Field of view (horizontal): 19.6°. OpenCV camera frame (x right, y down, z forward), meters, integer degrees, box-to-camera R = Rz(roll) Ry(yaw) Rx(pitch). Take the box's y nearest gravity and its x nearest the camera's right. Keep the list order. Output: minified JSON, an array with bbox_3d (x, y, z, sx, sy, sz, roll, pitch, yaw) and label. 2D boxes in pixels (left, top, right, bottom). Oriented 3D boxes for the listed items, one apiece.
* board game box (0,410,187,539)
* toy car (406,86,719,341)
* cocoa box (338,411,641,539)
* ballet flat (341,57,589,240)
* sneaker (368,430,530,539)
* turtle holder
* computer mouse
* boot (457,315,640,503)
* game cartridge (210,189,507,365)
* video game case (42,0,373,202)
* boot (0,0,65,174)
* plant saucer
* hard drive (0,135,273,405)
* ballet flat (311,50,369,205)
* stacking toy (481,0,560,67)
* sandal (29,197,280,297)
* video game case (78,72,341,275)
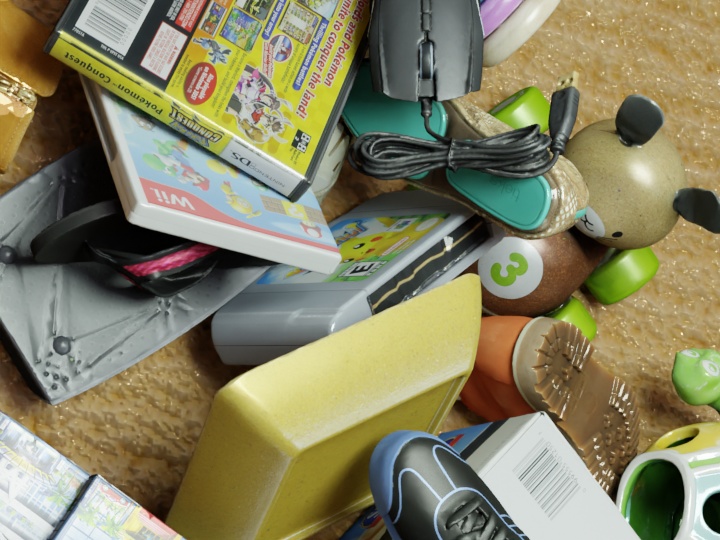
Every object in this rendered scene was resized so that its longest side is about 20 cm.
[{"bbox_3d":[-0.213,0.203,1.217,0.200,0.062,0.200,38,69,-15],"label":"board game box"},{"bbox_3d":[0.162,-0.046,1.431,0.158,0.200,0.164,-42,101,-31],"label":"toy car"},{"bbox_3d":[0.103,0.214,1.373,0.133,0.131,0.200,-43,101,-28],"label":"cocoa box"},{"bbox_3d":[0.067,-0.077,1.350,0.065,0.200,0.071,0,121,-51],"label":"ballet flat"},{"bbox_3d":[0.084,0.178,1.248,0.070,0.078,0.200,-40,100,-25],"label":"sneaker"},{"bbox_3d":[0.252,0.160,1.458,0.132,0.141,0.186,21,94,-38],"label":"turtle holder"},{"bbox_3d":[0.069,-0.140,1.314,0.140,0.046,0.200,3,51,5],"label":"computer mouse"},{"bbox_3d":[0.124,0.092,1.453,0.200,0.107,0.075,53,55,-43],"label":"boot"},{"bbox_3d":[0.000,0.000,1.360,0.200,0.133,0.041,-37,110,-40],"label":"game cartridge"},{"bbox_3d":[-0.084,-0.161,1.319,0.181,0.026,0.200,31,48,-11],"label":"video game case"},{"bbox_3d":[-0.245,-0.171,1.292,0.144,0.071,0.201,21,79,-21],"label":"boot"},{"bbox_3d":[-0.017,0.107,1.288,0.200,0.200,0.048,-23,64,-33],"label":"plant saucer"},{"bbox_3d":[-0.156,-0.013,1.325,0.200,0.042,0.135,-35,97,-33],"label":"hard drive"},{"bbox_3d":[-0.026,-0.109,1.415,0.067,0.062,0.200,32,64,-20],"label":"ballet flat"},{"bbox_3d":[0.049,-0.240,1.486,0.200,0.085,0.085,43,60,-10],"label":"stacking toy"},{"bbox_3d":[-0.105,-0.011,1.284,0.200,0.075,0.045,2,66,-34],"label":"sandal"},{"bbox_3d":[-0.100,-0.081,1.299,0.143,0.017,0.200,15,34,-32],"label":"video game case"}]
